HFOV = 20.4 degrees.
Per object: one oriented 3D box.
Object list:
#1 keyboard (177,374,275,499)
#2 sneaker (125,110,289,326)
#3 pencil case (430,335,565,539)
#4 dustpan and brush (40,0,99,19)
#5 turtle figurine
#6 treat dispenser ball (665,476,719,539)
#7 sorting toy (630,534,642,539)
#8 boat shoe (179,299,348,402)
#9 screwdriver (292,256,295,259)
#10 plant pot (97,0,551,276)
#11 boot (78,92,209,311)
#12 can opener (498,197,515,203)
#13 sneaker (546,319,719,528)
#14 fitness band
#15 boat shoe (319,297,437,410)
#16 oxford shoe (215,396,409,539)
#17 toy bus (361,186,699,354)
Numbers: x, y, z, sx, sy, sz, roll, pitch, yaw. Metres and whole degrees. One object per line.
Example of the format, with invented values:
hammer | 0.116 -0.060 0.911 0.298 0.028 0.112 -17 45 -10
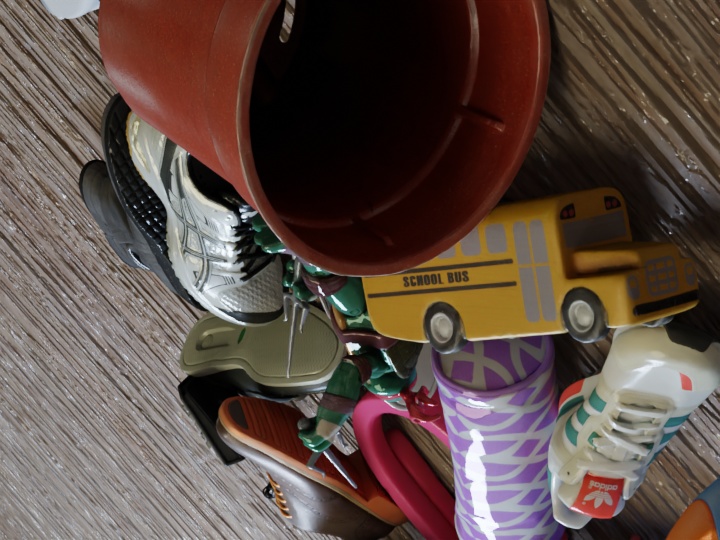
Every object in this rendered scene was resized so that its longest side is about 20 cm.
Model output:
keyboard | -0.099 0.134 1.610 0.127 0.021 0.200 51 -176 0
sneaker | -0.095 -0.036 1.411 0.087 0.076 0.201 13 139 49
pencil case | 0.089 0.109 1.309 0.085 0.084 0.201 35 149 36
dustpan and brush | -0.177 -0.230 1.304 0.200 0.057 0.140 16 142 57
turtle figurine | -0.011 0.027 1.242 0.150 0.100 0.201 -106 -2 -54
treat dispenser ball | 0.252 0.193 1.066 0.200 0.201 0.201 35 152 22
sorting toy | 0.175 0.265 1.396 0.199 0.070 0.199 -5 125 42
boat shoe | -0.060 0.068 1.527 0.068 0.072 0.199 37 159 -29
screwdriver | -0.057 -0.055 1.376 0.028 0.029 0.201 31 146 29
plant pot | -0.035 -0.122 1.089 0.195 0.200 0.202 28 149 49
boot | -0.175 -0.061 1.513 0.131 0.070 0.201 27 144 45
can opener | 0.089 -0.008 1.198 0.199 0.053 0.067 21 145 43
sneaker | 0.158 0.096 1.173 0.070 0.094 0.200 19 156 -6
fitness band | 0.073 0.161 1.478 0.200 0.037 0.143 51 154 -10
boat shoe | 0.000 0.000 1.344 0.201 0.067 0.057 65 172 -24
oxford shoe | -0.044 0.162 1.522 0.200 0.073 0.071 34 -158 -34
toy bus | 0.090 0.001 1.108 0.199 0.065 0.079 -7 92 48
